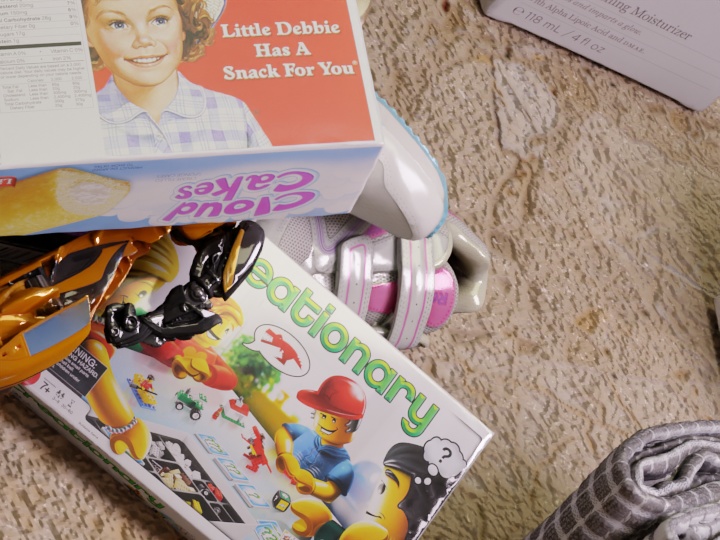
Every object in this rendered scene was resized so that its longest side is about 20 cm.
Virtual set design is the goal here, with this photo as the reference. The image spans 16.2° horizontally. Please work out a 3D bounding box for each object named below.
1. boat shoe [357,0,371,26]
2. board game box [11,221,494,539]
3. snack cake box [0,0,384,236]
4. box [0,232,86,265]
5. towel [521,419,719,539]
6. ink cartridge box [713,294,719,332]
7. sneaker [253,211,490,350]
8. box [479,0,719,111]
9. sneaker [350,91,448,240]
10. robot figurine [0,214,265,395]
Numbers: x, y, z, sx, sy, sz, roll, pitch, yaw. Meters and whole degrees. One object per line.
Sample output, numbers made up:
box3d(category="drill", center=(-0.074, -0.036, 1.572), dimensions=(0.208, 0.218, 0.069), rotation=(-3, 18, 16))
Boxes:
box3d(category="boat shoe", center=(-0.027, -0.209, 1.473), dimensions=(0.064, 0.071, 0.200), rotation=(29, 39, -25))
box3d(category="board game box", center=(-0.052, 0.061, 1.151), dimensions=(0.200, 0.035, 0.126), rotation=(40, 71, -9))
box3d(category="snack cake box", center=(-0.100, -0.082, 1.051), dimensions=(0.199, 0.067, 0.115), rotation=(-4, 66, -17))
box3d(category="box", center=(-0.126, -0.095, 1.218), dimensions=(0.143, 0.036, 0.201), rotation=(13, 70, -38))
box3d(category="towel", center=(0.144, 0.142, 1.222), dimensions=(0.200, 0.166, 0.086), rotation=(-8, 55, -50))
box3d(category="ink cartridge box", center=(0.336, 0.042, 1.494), dimensions=(0.146, 0.200, 0.146), rotation=(24, 42, -30))
box3d(category="sneaker", center=(0.000, 0.000, 1.256), dimensions=(0.088, 0.082, 0.200), rotation=(23, 25, 28))
box3d(category="box", center=(0.177, -0.243, 1.672), dimensions=(0.198, 0.131, 0.201), rotation=(20, 42, -33))
box3d(category="sneaker", center=(-0.050, -0.067, 1.195), dimensions=(0.200, 0.076, 0.081), rotation=(34, 71, -9))
box3d(category="robot figurine", center=(-0.140, -0.017, 1.090), dimensions=(0.200, 0.058, 0.145), rotation=(-28, 74, -16))
